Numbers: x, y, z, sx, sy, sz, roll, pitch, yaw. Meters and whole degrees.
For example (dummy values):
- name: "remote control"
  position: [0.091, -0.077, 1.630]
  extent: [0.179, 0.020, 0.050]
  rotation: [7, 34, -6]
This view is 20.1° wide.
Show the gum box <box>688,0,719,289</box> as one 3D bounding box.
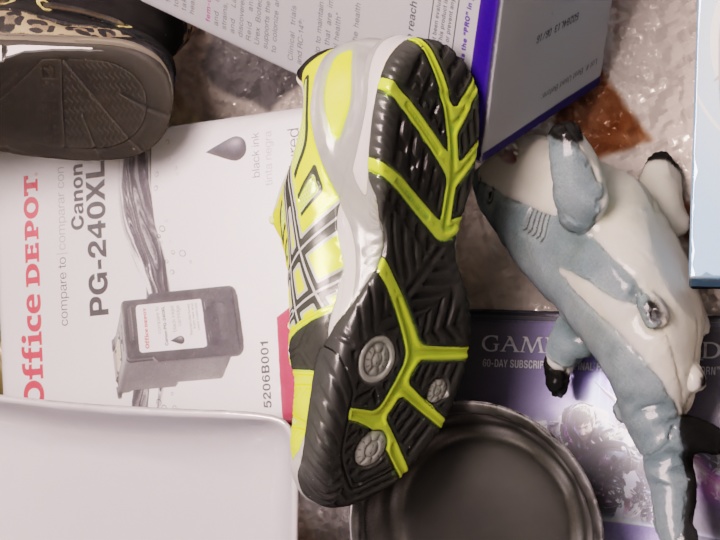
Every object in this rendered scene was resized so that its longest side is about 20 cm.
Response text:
- name: "gum box"
  position: [0.223, -0.091, 0.834]
  extent: [0.169, 0.045, 0.201]
  rotation: [2, 84, 10]

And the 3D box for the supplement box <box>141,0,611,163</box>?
- name: "supplement box"
  position: [0.006, -0.145, 0.917]
  extent: [0.200, 0.101, 0.104]
  rotation: [26, 129, 28]

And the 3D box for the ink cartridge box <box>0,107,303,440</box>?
- name: "ink cartridge box"
  position: [-0.071, 0.007, 0.967]
  extent: [0.199, 0.083, 0.146]
  rotation: [-6, 83, 24]

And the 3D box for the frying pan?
- name: "frying pan"
  position: [0.070, 0.146, 0.885]
  extent: [0.115, 0.031, 0.190]
  rotation: [-31, 85, 22]

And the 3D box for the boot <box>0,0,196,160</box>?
- name: "boot"
  position: [-0.176, -0.111, 0.970]
  extent: [0.199, 0.151, 0.073]
  rotation: [5, 114, 4]

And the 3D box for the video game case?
- name: "video game case"
  position: [0.104, 0.119, 0.906]
  extent: [0.142, 0.019, 0.201]
  rotation: [1, 84, 26]

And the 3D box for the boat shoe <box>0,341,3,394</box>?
- name: "boat shoe"
  position: [-0.195, 0.080, 1.025]
  extent: [0.063, 0.073, 0.200]
  rotation: [-38, 69, 20]

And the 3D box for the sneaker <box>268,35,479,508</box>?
- name: "sneaker"
  position: [0.000, 0.000, 0.864]
  extent: [0.076, 0.075, 0.201]
  rotation: [14, 95, 47]

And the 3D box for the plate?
- name: "plate"
  position: [-0.114, 0.154, 0.939]
  extent: [0.199, 0.032, 0.201]
  rotation: [3, 102, 21]

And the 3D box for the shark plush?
- name: "shark plush"
  position: [0.112, 0.026, 0.886]
  extent: [0.083, 0.091, 0.201]
  rotation: [-32, 76, 32]
